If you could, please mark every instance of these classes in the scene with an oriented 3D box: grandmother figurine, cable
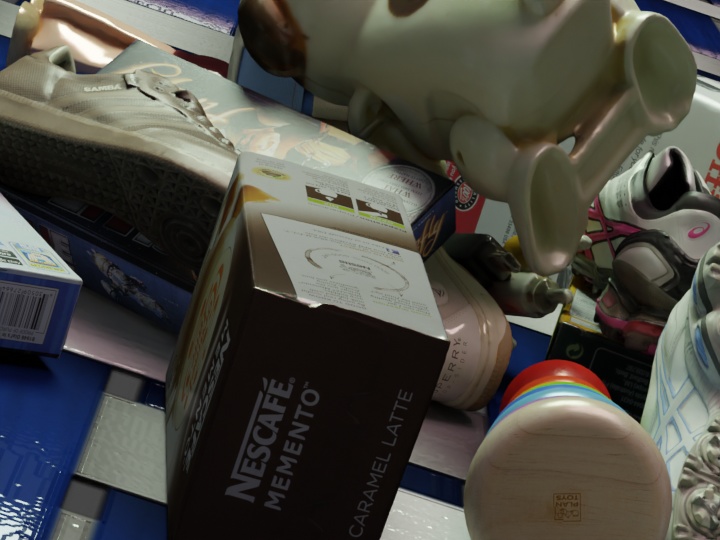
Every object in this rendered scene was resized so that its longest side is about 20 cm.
[{"bbox_3d":[-0.118,-0.122,1.654,0.199,0.061,0.121,16,24,-2],"label":"grandmother figurine"},{"bbox_3d":[0.044,0.010,1.410,0.050,0.097,0.200,45,-14,-19],"label":"cable"}]

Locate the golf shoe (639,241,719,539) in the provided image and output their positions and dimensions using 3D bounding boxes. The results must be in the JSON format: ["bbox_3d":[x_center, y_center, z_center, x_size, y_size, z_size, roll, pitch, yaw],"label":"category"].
[{"bbox_3d":[0.156,0.090,1.145,0.078,0.097,0.201,22,53,-14],"label":"golf shoe"}]

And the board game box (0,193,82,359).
[{"bbox_3d":[-0.250,-0.029,1.176,0.199,0.044,0.199,10,18,-30],"label":"board game box"}]

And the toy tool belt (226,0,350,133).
[{"bbox_3d":[-0.010,-0.113,1.468,0.122,0.201,0.125,7,38,-7],"label":"toy tool belt"}]

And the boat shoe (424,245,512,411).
[{"bbox_3d":[0.000,0.000,1.325,0.069,0.074,0.200,13,17,-36],"label":"boat shoe"}]

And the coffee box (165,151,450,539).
[{"bbox_3d":[-0.027,0.036,1.084,0.079,0.115,0.200,16,14,-9],"label":"coffee box"}]

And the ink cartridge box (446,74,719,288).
[{"bbox_3d":[0.150,-0.056,1.577,0.199,0.145,0.084,27,17,27],"label":"ink cartridge box"}]

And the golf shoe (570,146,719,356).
[{"bbox_3d":[0.154,-0.021,1.363,0.072,0.093,0.200,15,14,-11],"label":"golf shoe"}]

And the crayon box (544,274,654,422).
[{"bbox_3d":[0.164,0.047,1.410,0.125,0.052,0.200,20,15,4],"label":"crayon box"}]

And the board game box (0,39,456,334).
[{"bbox_3d":[-0.072,-0.031,1.285,0.199,0.035,0.135,25,50,26],"label":"board game box"}]

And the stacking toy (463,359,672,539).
[{"bbox_3d":[0.085,0.080,1.160,0.085,0.086,0.200,19,8,-2],"label":"stacking toy"}]

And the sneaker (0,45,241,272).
[{"bbox_3d":[-0.094,-0.060,1.237,0.199,0.071,0.076,23,54,25],"label":"sneaker"}]

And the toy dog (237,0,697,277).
[{"bbox_3d":[0.033,-0.111,1.313,0.199,0.140,0.194,24,-16,36],"label":"toy dog"}]
